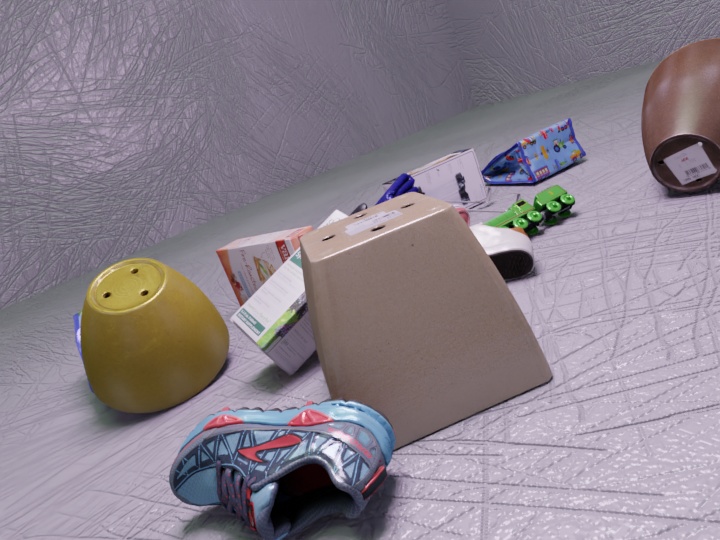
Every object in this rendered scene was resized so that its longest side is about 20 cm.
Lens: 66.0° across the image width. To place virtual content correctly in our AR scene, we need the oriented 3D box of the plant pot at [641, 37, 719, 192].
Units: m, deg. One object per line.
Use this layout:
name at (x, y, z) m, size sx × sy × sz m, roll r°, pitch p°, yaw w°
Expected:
plant pot at (0.500, -0.209, 0.818) m, size 0.186 × 0.187 × 0.200 m, roll -4°, pitch 37°, yaw 44°

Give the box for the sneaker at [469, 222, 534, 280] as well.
sneaker at (0.136, -0.020, 0.771) m, size 0.199 × 0.073 × 0.085 m, roll -5°, pitch 37°, yaw 14°

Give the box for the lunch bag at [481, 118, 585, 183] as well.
lunch bag at (0.372, -0.247, 1.251) m, size 0.150 × 0.094 × 0.200 m, roll -27°, pitch 5°, yaw -18°

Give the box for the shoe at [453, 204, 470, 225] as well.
shoe at (0.139, -0.045, 0.879) m, size 0.091 × 0.072 × 0.200 m, roll 0°, pitch 31°, yaw 48°

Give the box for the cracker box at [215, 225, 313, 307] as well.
cracker box at (-0.140, 0.008, 0.920) m, size 0.199 × 0.135 × 0.058 m, roll -6°, pitch 21°, yaw 42°

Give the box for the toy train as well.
toy train at (0.251, -0.080, 0.866) m, size 0.199 × 0.042 × 0.056 m, roll -26°, pitch 52°, yaw -18°

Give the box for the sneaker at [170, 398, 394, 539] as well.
sneaker at (-0.075, 0.159, 0.431) m, size 0.199 × 0.080 × 0.096 m, roll -18°, pitch 21°, yaw 19°

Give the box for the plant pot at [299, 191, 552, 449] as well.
plant pot at (0.037, 0.031, 0.556) m, size 0.199 × 0.178 × 0.200 m, roll -22°, pitch 15°, yaw -5°

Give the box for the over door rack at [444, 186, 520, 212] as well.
over door rack at (0.183, -0.108, 1.047) m, size 0.199 × 0.067 × 0.148 m, roll -11°, pitch 16°, yaw -9°

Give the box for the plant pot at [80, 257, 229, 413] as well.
plant pot at (-0.293, 0.068, 0.753) m, size 0.199 × 0.142 × 0.201 m, roll -2°, pitch 43°, yaw 2°

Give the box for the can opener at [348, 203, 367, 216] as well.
can opener at (-0.035, -0.033, 0.948) m, size 0.200 × 0.063 × 0.079 m, roll -48°, pitch 47°, yaw 21°

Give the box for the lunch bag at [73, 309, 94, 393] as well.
lunch bag at (-0.361, 0.110, 0.902) m, size 0.169 × 0.128 × 0.200 m, roll -24°, pitch 29°, yaw -19°

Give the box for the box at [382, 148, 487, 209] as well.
box at (0.158, -0.164, 1.155) m, size 0.199 × 0.117 × 0.060 m, roll -26°, pitch 15°, yaw -15°

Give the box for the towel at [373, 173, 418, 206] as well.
towel at (0.025, -0.080, 1.020) m, size 0.200 × 0.049 × 0.148 m, roll -48°, pitch 4°, yaw 32°

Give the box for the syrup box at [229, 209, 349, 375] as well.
syrup box at (-0.059, 0.026, 0.709) m, size 0.200 × 0.082 × 0.079 m, roll -47°, pitch 49°, yaw -11°
